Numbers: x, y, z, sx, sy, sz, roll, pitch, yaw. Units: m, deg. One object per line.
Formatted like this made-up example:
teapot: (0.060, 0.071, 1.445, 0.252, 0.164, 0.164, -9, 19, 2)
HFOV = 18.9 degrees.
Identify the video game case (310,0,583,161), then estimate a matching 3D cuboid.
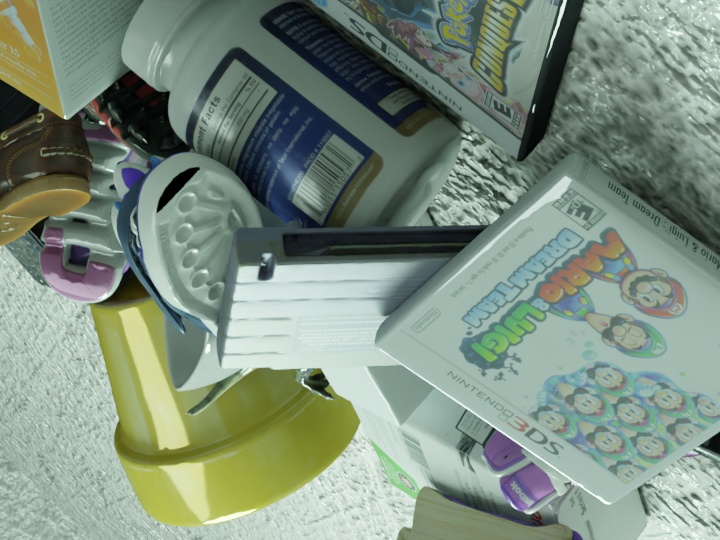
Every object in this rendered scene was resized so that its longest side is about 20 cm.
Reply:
video game case: (0.035, -0.160, 1.165, 0.181, 0.026, 0.200, 39, 161, 12)

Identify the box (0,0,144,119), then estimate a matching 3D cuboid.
box: (-0.212, -0.217, 1.372, 0.124, 0.097, 0.200, 31, 147, 29)

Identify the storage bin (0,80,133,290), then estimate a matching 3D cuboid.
storage bin: (-0.239, -0.090, 1.689, 0.200, 0.135, 0.094, 51, 159, -23)

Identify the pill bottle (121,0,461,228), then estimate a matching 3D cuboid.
pill bottle: (-0.046, -0.099, 1.324, 0.200, 0.111, 0.111, 39, 161, 12)

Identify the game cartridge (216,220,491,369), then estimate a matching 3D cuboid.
game cartridge: (0.017, 0.015, 1.290, 0.130, 0.199, 0.039, 109, 157, -61)

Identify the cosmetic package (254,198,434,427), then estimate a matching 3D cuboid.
cosmetic package: (0.000, 0.000, 1.464, 0.071, 0.101, 0.200, 23, 153, 42)

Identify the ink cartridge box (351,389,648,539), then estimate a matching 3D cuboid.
ink cartridge box: (0.101, 0.136, 1.579, 0.200, 0.084, 0.146, 28, 157, 33)

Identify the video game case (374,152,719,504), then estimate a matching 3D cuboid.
video game case: (0.132, 0.040, 1.229, 0.182, 0.024, 0.200, 35, 136, -12)

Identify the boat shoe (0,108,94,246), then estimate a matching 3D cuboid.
boat shoe: (-0.264, -0.061, 1.574, 0.200, 0.071, 0.070, -20, 162, 38)

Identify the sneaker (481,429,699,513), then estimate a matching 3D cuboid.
sneaker: (0.151, 0.117, 1.398, 0.073, 0.114, 0.200, 50, 159, -16)

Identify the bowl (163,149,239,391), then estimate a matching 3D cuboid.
bowl: (-0.097, -0.023, 1.551, 0.200, 0.074, 0.201, 134, 130, -71)

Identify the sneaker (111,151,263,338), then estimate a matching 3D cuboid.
sneaker: (-0.124, -0.034, 1.348, 0.146, 0.081, 0.200, 38, 169, 32)

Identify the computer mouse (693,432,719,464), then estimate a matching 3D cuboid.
computer mouse: (0.253, 0.105, 1.269, 0.200, 0.059, 0.034, 27, 173, 28)

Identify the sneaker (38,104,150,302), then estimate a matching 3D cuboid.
sneaker: (-0.188, -0.080, 1.615, 0.080, 0.201, 0.088, 12, -165, 20)

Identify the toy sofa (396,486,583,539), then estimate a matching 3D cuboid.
toy sofa: (0.108, 0.222, 1.527, 0.083, 0.098, 0.200, 23, 171, -32)

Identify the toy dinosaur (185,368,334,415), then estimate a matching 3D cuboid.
toy dinosaur: (-0.041, 0.051, 1.639, 0.088, 0.200, 0.048, 24, -150, -36)

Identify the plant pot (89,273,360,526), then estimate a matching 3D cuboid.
plant pot: (-0.124, 0.073, 1.747, 0.200, 0.201, 0.189, 13, 133, 56)

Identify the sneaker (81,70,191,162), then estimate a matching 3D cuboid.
sneaker: (-0.162, -0.131, 1.492, 0.201, 0.071, 0.098, 52, 165, 36)
